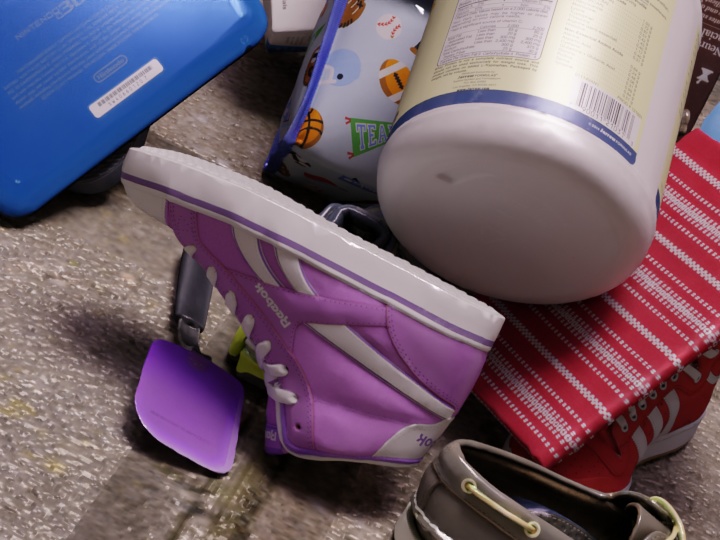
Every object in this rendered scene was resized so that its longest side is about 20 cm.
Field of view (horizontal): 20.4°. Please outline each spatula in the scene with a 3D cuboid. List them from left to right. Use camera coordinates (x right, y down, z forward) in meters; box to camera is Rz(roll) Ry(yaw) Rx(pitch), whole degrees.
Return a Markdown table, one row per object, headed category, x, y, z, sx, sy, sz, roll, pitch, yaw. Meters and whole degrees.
| category | x | y | z | sx | sy | sz | roll | pitch | yaw |
| --- | --- | --- | --- | --- | --- | --- | --- | --- | --- |
| spatula | -0.085 | 0.031 | 1.015 | 0.056 | 0.021 | 0.200 | 30 | 22 | -18 |

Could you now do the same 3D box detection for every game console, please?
| category | x | y | z | sx | sy | sz | roll | pitch | yaw |
| --- | --- | --- | --- | --- | --- | --- | --- | --- | --- |
| game console | -0.185 | -0.135 | 1.134 | 0.200 | 0.118 | 0.171 | -40 | 93 | -23 |

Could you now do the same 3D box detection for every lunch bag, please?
| category | x | y | z | sx | sy | sz | roll | pitch | yaw |
| --- | --- | --- | --- | --- | --- | --- | --- | --- | --- |
| lunch bag | 0.054 | -0.129 | 1.199 | 0.169 | 0.201 | 0.124 | 23 | -10 | -8 |

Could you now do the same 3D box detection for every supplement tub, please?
| category | x | y | z | sx | sy | sz | roll | pitch | yaw |
| --- | --- | --- | --- | --- | --- | --- | --- | --- | --- |
| supplement tub | 0.099 | -0.100 | 1.048 | 0.144 | 0.145 | 0.201 | 22 | 57 | -5 |

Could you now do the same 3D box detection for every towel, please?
| category | x | y | z | sx | sy | sz | roll | pitch | yaw |
| --- | --- | --- | --- | --- | --- | --- | --- | --- | --- |
| towel | 0.143 | 0.011 | 1.043 | 0.023 | 0.200 | 0.145 | 57 | -6 | -34 |

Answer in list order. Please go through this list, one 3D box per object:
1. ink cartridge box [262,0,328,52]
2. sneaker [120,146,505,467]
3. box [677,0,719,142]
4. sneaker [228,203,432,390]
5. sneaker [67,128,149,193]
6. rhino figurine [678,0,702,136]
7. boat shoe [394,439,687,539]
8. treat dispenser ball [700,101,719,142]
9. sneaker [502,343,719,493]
| category | x | y | z | sx | sy | sz | roll | pitch | yaw |
| --- | --- | --- | --- | --- | --- | --- | --- | --- | --- |
| ink cartridge box | 0.036 | -0.192 | 1.323 | 0.199 | 0.085 | 0.146 | -3 | 1 | -5 |
| sneaker | -0.044 | 0.025 | 0.957 | 0.200 | 0.115 | 0.073 | 30 | 7 | 8 |
| box | 0.189 | -0.145 | 1.360 | 0.100 | 0.201 | 0.075 | 20 | 27 | -6 |
| sneaker | 0.000 | 0.000 | 1.076 | 0.074 | 0.081 | 0.200 | 28 | 27 | 7 |
| sneaker | -0.146 | -0.110 | 1.177 | 0.070 | 0.082 | 0.201 | 0 | 52 | 4 |
| rhino figurine | 0.169 | -0.114 | 1.297 | 0.087 | 0.201 | 0.060 | 11 | 31 | -6 |
| boat shoe | 0.119 | 0.136 | 0.950 | 0.201 | 0.060 | 0.072 | 19 | 27 | -10 |
| treat dispenser ball | 0.300 | -0.039 | 1.261 | 0.200 | 0.201 | 0.201 | 19 | 27 | -10 |
| sneaker | 0.146 | 0.056 | 1.060 | 0.071 | 0.113 | 0.200 | 34 | 28 | 19 |
